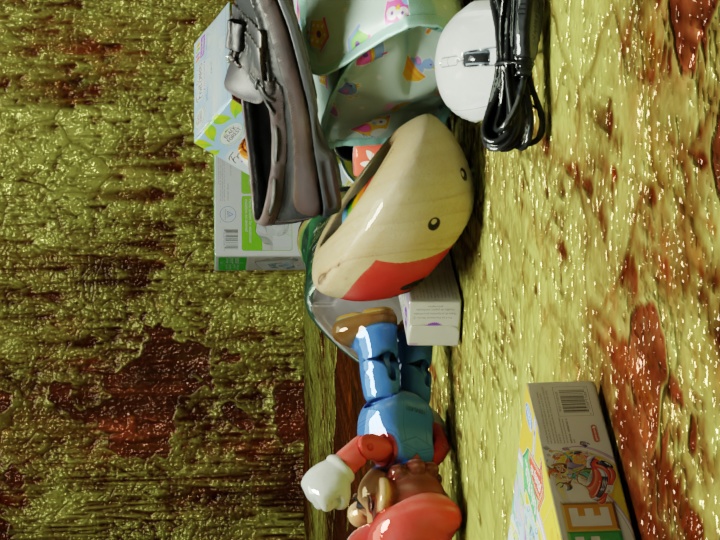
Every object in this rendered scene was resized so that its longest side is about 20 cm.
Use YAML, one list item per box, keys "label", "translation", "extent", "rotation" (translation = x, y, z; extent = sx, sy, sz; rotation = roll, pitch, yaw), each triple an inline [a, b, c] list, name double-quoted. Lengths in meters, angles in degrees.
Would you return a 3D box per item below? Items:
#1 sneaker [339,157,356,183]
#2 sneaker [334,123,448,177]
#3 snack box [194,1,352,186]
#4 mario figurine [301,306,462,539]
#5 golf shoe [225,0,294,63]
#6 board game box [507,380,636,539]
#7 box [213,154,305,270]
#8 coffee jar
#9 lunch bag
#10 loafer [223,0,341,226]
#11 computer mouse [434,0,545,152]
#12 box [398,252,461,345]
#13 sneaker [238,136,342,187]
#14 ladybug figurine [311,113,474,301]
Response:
- label: "sneaker"
  translation: [0.010, -0.163, 1.603]
  extent: [0.131, 0.079, 0.201]
  rotation: [-105, 6, -79]
- label: "sneaker"
  translation: [0.018, -0.122, 1.456]
  extent: [0.200, 0.084, 0.075]
  rotation: [-102, 12, -68]
- label: "snack box"
  translation: [-0.061, -0.142, 1.742]
  extent: [0.068, 0.200, 0.169]
  rotation: [-45, 29, 27]
- label: "mario figurine"
  translation: [0.012, 0.135, 1.368]
  extent: [0.106, 0.123, 0.201]
  rotation: [110, 158, -65]
- label: "golf shoe"
  translation: [-0.049, -0.174, 1.423]
  extent: [0.077, 0.088, 0.200]
  rotation: [55, -163, -22]
- label: "board game box"
  translation: [0.099, 0.166, 0.826]
  extent: [0.200, 0.034, 0.135]
  rotation: [-97, 8, -52]
- label: "box"
  translation: [-0.075, -0.105, 2.032]
  extent: [0.097, 0.175, 0.201]
  rotation: [116, 152, -79]
- label: "coffee jar"
  translation: [0.000, 0.000, 1.576]
  extent: [0.104, 0.085, 0.200]
  rotation: [44, -170, -18]
- label: "lunch bag"
  translation: [0.012, -0.199, 1.291]
  extent: [0.200, 0.121, 0.171]
  rotation: [105, 158, -69]
- label: "loafer"
  translation: [-0.063, -0.115, 1.246]
  extent: [0.072, 0.063, 0.201]
  rotation: [-124, 16, -56]
- label: "computer mouse"
  translation: [0.070, -0.120, 1.072]
  extent: [0.200, 0.044, 0.110]
  rotation: [-169, 78, -85]
- label: "box"
  translation: [0.045, -0.011, 1.410]
  extent: [0.200, 0.041, 0.039]
  rotation: [-101, 11, -59]
- label: "sneaker"
  translation: [-0.052, -0.100, 1.578]
  extent: [0.092, 0.075, 0.200]
  rotation: [59, -163, -17]
- label: "ladybug figurine"
  translation: [0.026, -0.035, 1.286]
  extent: [0.136, 0.072, 0.200]
  rotation: [-60, 7, -17]
